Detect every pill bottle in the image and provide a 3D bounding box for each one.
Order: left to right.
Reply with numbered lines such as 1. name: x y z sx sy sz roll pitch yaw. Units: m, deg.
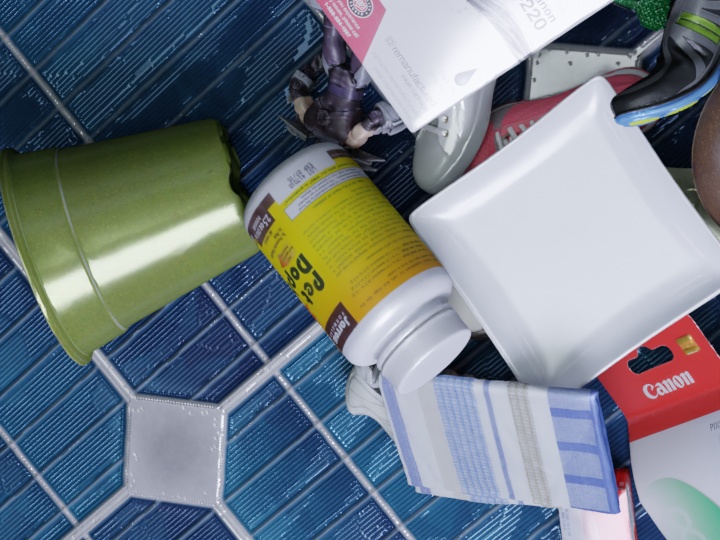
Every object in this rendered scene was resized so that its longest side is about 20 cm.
1. pill bottle: 0.000 0.000 1.296 0.109 0.109 0.200 -44 72 14

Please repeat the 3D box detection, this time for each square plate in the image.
1. square plate: 0.172 -0.021 1.289 0.199 0.028 0.199 -36 89 13

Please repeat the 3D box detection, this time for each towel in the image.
1. towel: 0.117 0.143 1.332 0.198 0.024 0.148 3 131 26

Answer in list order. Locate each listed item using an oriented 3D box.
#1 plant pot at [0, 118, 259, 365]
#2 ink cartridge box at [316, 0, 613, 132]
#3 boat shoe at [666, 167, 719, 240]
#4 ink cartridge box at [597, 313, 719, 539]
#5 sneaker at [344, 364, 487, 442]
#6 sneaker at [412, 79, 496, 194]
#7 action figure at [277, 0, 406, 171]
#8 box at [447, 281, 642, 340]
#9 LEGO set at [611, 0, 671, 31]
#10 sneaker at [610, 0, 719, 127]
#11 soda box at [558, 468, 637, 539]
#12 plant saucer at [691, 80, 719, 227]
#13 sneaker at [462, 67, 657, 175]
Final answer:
1. plant pot: -0.189 -0.044 1.384 0.188 0.200 0.202 -20 95 0
2. ink cartridge box: 0.082 -0.226 1.232 0.199 0.085 0.146 -33 108 17
3. boat shoe: 0.278 -0.048 1.341 0.199 0.063 0.075 11 81 8
4. ink cartridge box: 0.278 0.149 1.330 0.201 0.050 0.161 52 149 -2
5. sneaker: 0.077 0.133 1.411 0.199 0.075 0.081 30 128 -1
6. sneaker: 0.071 -0.168 1.341 0.084 0.073 0.202 15 95 -36
7. action figure: -0.009 -0.170 1.352 0.129 0.069 0.202 23 119 25
8. box: 0.145 0.021 1.360 0.197 0.082 0.069 -2 81 13
9. LEGO set: 0.200 -0.297 1.306 0.197 0.116 0.155 11 121 -4
10. sneaker: 0.261 -0.190 1.238 0.083 0.071 0.200 44 83 -8
11. soda box: 0.218 0.282 1.399 0.063 0.070 0.203 -7 97 13
12. plant saucer: 0.359 -0.093 1.233 0.197 0.035 0.202 -2 120 -4
13. sneaker: 0.159 -0.119 1.338 0.198 0.087 0.074 -23 93 14
